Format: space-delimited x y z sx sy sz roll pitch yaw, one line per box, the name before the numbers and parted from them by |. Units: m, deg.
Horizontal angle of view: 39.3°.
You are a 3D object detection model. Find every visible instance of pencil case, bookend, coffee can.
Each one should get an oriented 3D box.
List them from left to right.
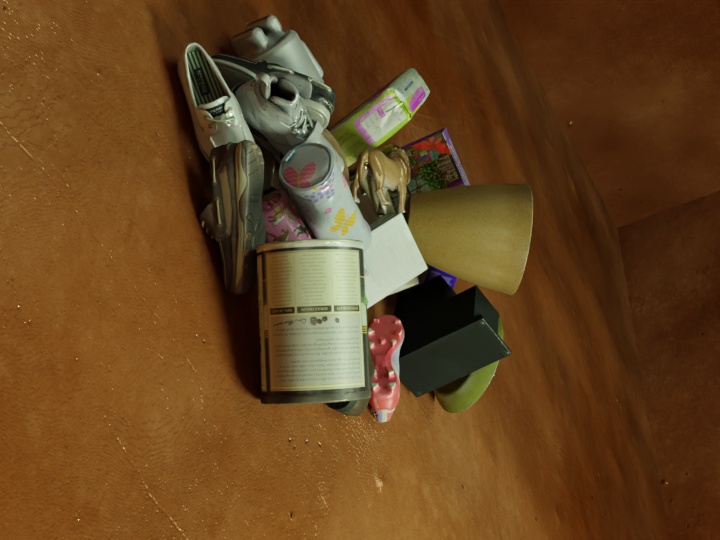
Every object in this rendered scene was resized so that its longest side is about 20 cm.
pencil case | -0.096 -0.017 1.438 0.201 0.082 0.087 59 13 -24
coffee can | -0.062 0.067 1.311 0.146 0.144 0.204 5 81 -64
pencil case | -0.048 -0.093 1.435 0.091 0.083 0.201 44 -10 34
bookend | 0.158 0.088 1.756 0.092 0.197 0.201 47 30 -25

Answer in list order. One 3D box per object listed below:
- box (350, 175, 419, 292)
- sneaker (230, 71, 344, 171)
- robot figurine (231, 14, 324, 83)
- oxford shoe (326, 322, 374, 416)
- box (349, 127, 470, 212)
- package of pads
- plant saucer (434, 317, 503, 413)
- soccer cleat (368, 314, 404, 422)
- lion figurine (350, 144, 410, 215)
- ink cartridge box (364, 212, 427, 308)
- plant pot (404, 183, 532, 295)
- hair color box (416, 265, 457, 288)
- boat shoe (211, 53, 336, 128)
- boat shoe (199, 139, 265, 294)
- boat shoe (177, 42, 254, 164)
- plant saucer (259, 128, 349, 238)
box | 0.022 -0.056 1.732 0.095 0.077 0.203 -16 86 -65
sneaker | -0.090 -0.201 1.412 0.199 0.115 0.076 38 66 -17
robot figurine | -0.119 -0.291 1.567 0.170 0.112 0.202 -47 117 -35
oxford shoe | -0.015 0.124 1.529 0.084 0.072 0.203 39 50 -53
box | 0.090 -0.152 1.804 0.138 0.198 0.039 63 23 -12
package of pads | 0.015 -0.250 1.718 0.068 0.199 0.155 51 28 -10
plant saucer | 0.182 0.154 1.803 0.031 0.200 0.202 24 44 -22
soccer cleat | 0.038 0.154 1.640 0.201 0.065 0.077 -87 179 -52
lion figurine | 0.034 -0.159 1.637 0.200 0.071 0.125 21 68 -73
ink cartridge box | 0.000 0.000 1.610 0.199 0.059 0.105 -32 104 -22
plant pot | 0.172 -0.065 1.701 0.186 0.196 0.190 -173 -90 -87
hair color box | 0.161 -0.032 1.887 0.110 0.064 0.202 -78 -176 -52
boat shoe | -0.130 -0.273 1.474 0.074 0.197 0.061 114 -5 -59
boat shoe | -0.170 -0.071 1.338 0.074 0.072 0.204 6 86 -73
boat shoe | -0.200 -0.212 1.367 0.202 0.073 0.067 61 -11 6
plant saucer | -0.082 -0.130 1.521 0.198 0.029 0.204 -3 95 -49
